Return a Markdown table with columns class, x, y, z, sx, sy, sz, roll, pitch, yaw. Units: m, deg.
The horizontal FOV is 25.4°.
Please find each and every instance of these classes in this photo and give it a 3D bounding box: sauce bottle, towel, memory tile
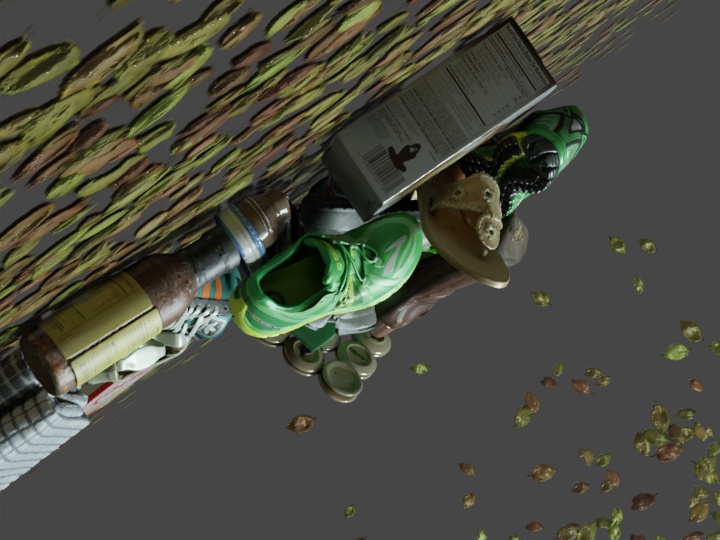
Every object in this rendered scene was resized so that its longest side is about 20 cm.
| class | x | y | z | sx | sy | sz | roll | pitch | yaw |
| --- | --- | --- | --- | --- | --- | --- | --- | --- | --- |
| sauce bottle | -0.190 | 0.031 | 1.354 | 0.199 | 0.066 | 0.066 | -32 | 176 | -26 |
| towel | -0.334 | 0.145 | 1.435 | 0.165 | 0.086 | 0.200 | -37 | 176 | -3 |
| memory tile | -0.063 | 0.054 | 1.803 | 0.017 | 0.200 | 0.153 | -53 | 178 | 36 |

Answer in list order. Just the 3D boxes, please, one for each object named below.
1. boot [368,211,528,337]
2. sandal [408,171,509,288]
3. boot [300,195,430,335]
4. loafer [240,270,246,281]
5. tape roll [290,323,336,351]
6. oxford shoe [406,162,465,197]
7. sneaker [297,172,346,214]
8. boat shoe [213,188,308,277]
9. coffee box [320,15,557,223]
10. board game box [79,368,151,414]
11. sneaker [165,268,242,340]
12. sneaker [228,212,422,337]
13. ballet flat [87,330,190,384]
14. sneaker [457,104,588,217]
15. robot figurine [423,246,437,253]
| class | x | y | z | sx | sy | sz | roll | pitch | yaw |
| --- | --- | --- | --- | --- | --- | --- | --- | --- | --- |
| boot | 0.111 | -0.013 | 1.687 | 0.200 | 0.064 | 0.186 | -34 | -173 | 32 |
| sandal | 0.097 | -0.067 | 1.511 | 0.070 | 0.077 | 0.212 | -65 | -155 | 21 |
| boot | 0.015 | -0.004 | 1.583 | 0.199 | 0.132 | 0.068 | 0 | -164 | -29 |
| loafer | -0.078 | -0.025 | 1.794 | 0.200 | 0.067 | 0.077 | -54 | 151 | -62 |
| tape roll | 0.000 | 0.000 | 1.727 | 0.200 | 0.048 | 0.200 | -46 | -176 | 4 |
| oxford shoe | 0.106 | -0.150 | 1.662 | 0.201 | 0.071 | 0.071 | -57 | 175 | -6 |
| sneaker | -0.018 | -0.084 | 1.637 | 0.200 | 0.079 | 0.095 | -44 | 161 | 24 |
| boat shoe | -0.085 | -0.031 | 1.486 | 0.072 | 0.072 | 0.200 | -33 | 177 | -5 |
| coffee box | 0.070 | -0.137 | 1.481 | 0.199 | 0.080 | 0.114 | -35 | 180 | -12 |
| board game box | -0.292 | 0.118 | 1.841 | 0.200 | 0.046 | 0.151 | -37 | 177 | 33 |
| sneaker | -0.161 | 0.029 | 1.522 | 0.071 | 0.080 | 0.200 | -36 | 177 | 26 |
| sneaker | -0.022 | 0.002 | 1.444 | 0.199 | 0.074 | 0.084 | -26 | 168 | -23 |
| ballet flat | -0.223 | 0.080 | 1.714 | 0.062 | 0.068 | 0.200 | 6 | -160 | 30 |
| sneaker | 0.162 | -0.109 | 1.568 | 0.085 | 0.078 | 0.200 | -37 | -172 | -21 |
| robot figurine | 0.096 | -0.085 | 1.876 | 0.115 | 0.177 | 0.200 | 3 | -171 | -38 |
